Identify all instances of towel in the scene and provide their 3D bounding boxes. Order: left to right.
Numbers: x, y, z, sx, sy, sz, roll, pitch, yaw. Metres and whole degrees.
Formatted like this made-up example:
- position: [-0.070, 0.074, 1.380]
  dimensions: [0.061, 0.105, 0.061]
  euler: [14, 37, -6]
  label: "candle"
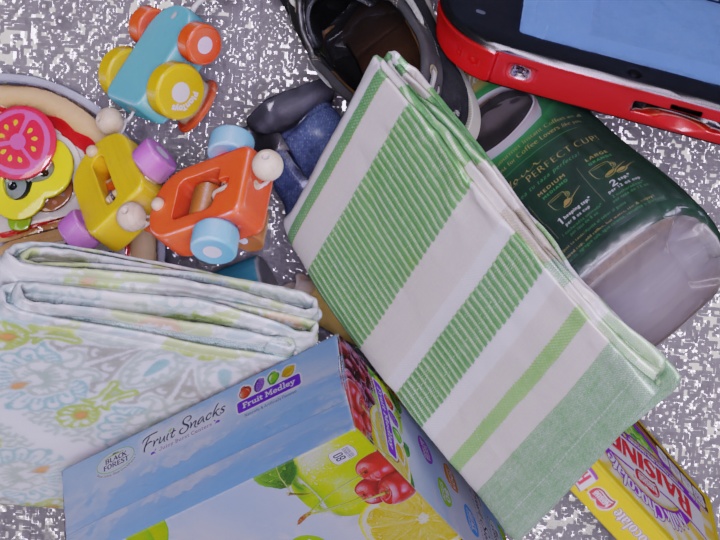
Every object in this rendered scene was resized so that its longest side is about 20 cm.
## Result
- position: [-0.127, 0.065, 0.809]
  dimensions: [0.170, 0.048, 0.200]
  euler: [10, 139, -22]
  label: "towel"
- position: [0.046, 0.014, 0.734]
  dimensions: [0.200, 0.023, 0.153]
  euler: [50, 140, 15]
  label: "towel"

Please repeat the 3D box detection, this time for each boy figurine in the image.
- position: [0.000, 0.000, 0.850]
  dimensions: [0.124, 0.064, 0.201]
  euler: [-33, 84, 47]
  label: "boy figurine"

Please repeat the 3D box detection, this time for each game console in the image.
- position: [0.142, -0.142, 0.807]
  dimensions: [0.198, 0.178, 0.031]
  euler: [15, 138, -1]
  label: "game console"

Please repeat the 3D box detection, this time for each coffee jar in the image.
- position: [0.094, -0.043, 0.801]
  dimensions: [0.104, 0.200, 0.085]
  euler: [-38, 134, 7]
  label: "coffee jar"

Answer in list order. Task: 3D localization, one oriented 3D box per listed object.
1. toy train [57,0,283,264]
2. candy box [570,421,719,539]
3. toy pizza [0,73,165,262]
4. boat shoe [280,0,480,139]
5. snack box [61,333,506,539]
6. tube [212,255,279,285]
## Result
- position: [-0.083, -0.071, 0.812]
  dimensions: [0.149, 0.201, 0.056]
  euler: [-22, 137, 30]
  label: "toy train"
- position: [0.128, 0.093, 0.835]
  dimensions: [0.026, 0.102, 0.200]
  euler: [-36, 109, 23]
  label: "candy box"
- position: [-0.207, -0.012, 0.862]
  dimensions: [0.198, 0.032, 0.202]
  euler: [-1, 85, 6]
  label: "toy pizza"
- position: [-0.005, -0.140, 0.808]
  dimensions: [0.072, 0.067, 0.201]
  euler: [-39, 57, 16]
  label: "boat shoe"
- position: [-0.032, 0.142, 0.816]
  dimensions: [0.168, 0.068, 0.200]
  euler: [-26, 134, 14]
  label: "snack box"
- position: [-0.136, 0.054, 0.887]
  dimensions: [0.199, 0.050, 0.078]
  euler: [-24, 83, 8]
  label: "tube"
